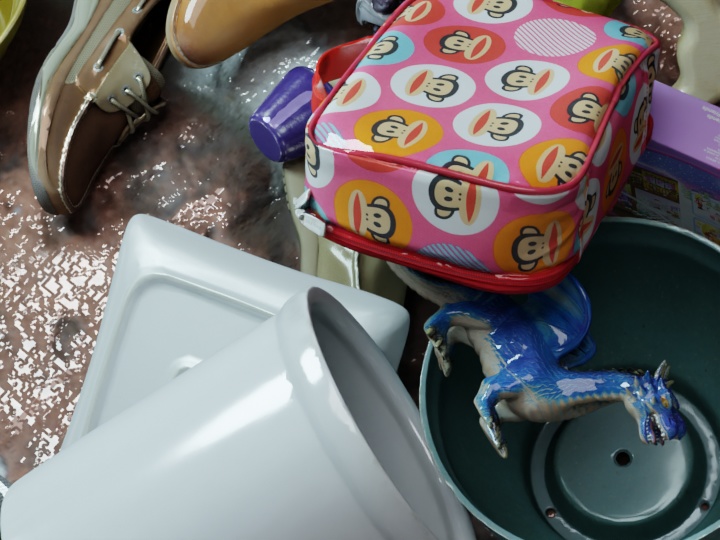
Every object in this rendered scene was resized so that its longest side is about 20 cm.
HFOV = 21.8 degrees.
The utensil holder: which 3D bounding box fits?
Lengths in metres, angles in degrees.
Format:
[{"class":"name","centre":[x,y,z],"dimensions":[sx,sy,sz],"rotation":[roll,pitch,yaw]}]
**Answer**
[{"class":"utensil holder","centre":[-0.065,0.131,0.998],"dimensions":[0.200,0.170,0.170],"rotation":[-32,59,11]}]

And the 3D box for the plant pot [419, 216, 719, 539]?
[{"class":"plant pot","centre":[0.144,0.088,1.046],"dimensions":[0.200,0.134,0.200],"rotation":[-6,62,11]}]

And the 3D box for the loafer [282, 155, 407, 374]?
[{"class":"loafer","centre":[0.000,0.000,1.162],"dimensions":[0.067,0.076,0.200],"rotation":[-21,60,10]}]

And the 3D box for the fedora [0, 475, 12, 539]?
[{"class":"fedora","centre":[-0.212,0.209,1.079],"dimensions":[0.177,0.090,0.200],"rotation":[-43,61,20]}]

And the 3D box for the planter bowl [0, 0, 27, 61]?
[{"class":"planter bowl","centre":[-0.312,-0.177,1.327],"dimensions":[0.200,0.083,0.200],"rotation":[-6,61,11]}]

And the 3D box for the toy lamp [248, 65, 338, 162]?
[{"class":"toy lamp","centre":[0.013,-0.136,1.215],"dimensions":[0.200,0.058,0.058],"rotation":[-38,60,-23]}]

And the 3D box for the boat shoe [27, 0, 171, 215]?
[{"class":"boat shoe","centre":[-0.171,-0.129,1.274],"dimensions":[0.072,0.076,0.200],"rotation":[8,67,15]}]

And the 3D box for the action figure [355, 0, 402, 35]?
[{"class":"action figure","centre":[0.050,-0.132,1.138],"dimensions":[0.130,0.069,0.200],"rotation":[9,69,26]}]

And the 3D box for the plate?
[{"class":"plate","centre":[-0.089,0.086,1.116],"dimensions":[0.200,0.032,0.200],"rotation":[19,96,22]}]

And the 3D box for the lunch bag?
[{"class":"lunch bag","centre":[0.054,-0.080,0.989],"dimensions":[0.176,0.082,0.200],"rotation":[16,39,18]}]

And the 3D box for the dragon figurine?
[{"class":"dragon figurine","centre":[0.089,0.029,0.979],"dimensions":[0.099,0.059,0.200],"rotation":[-32,61,-4]}]

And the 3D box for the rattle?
[{"class":"rattle","centre":[0.207,-0.143,1.214],"dimensions":[0.200,0.143,0.130],"rotation":[5,96,0]}]

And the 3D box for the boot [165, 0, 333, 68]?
[{"class":"boot","centre":[-0.026,-0.198,1.242],"dimensions":[0.200,0.074,0.155],"rotation":[-44,34,-15]}]

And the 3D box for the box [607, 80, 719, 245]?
[{"class":"box","centre":[0.192,-0.054,1.108],"dimensions":[0.200,0.137,0.039],"rotation":[27,72,24]}]
